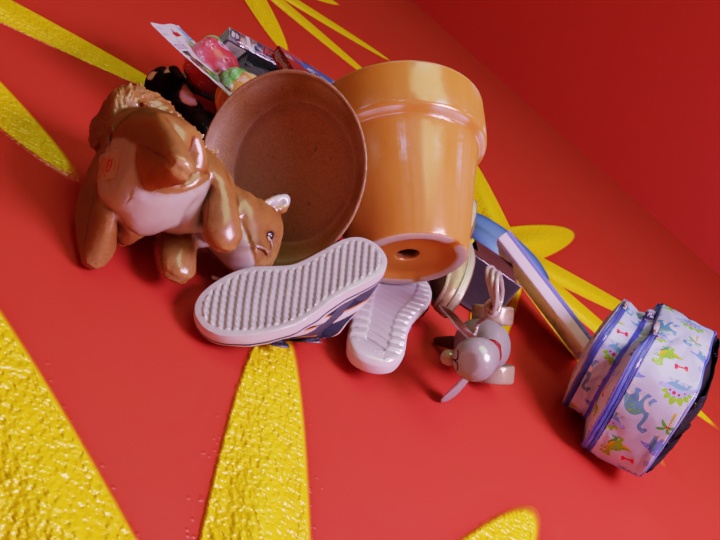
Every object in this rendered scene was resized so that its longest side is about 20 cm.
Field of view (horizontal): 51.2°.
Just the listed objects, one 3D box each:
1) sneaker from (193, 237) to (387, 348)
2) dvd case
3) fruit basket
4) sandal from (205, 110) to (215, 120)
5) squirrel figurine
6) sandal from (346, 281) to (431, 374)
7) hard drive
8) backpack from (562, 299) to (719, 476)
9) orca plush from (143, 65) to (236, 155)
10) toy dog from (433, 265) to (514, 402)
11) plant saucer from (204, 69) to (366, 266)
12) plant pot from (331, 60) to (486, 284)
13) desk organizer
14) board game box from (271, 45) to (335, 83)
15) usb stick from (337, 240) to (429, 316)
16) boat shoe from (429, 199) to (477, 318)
[{"bbox_3d":[-0.064,0.036,0.710,0.199,0.080,0.079,-19,59,-32],"label":"sneaker"},{"bbox_3d":[-0.132,-0.254,1.046,0.199,0.146,0.022,17,66,-35],"label":"dvd case"},{"bbox_3d":[-0.147,-0.224,0.886,0.200,0.094,0.185,47,9,-14],"label":"fruit basket"},{"bbox_3d":[-0.154,-0.146,0.944,0.075,0.045,0.200,18,16,-47],"label":"sandal"},{"bbox_3d":[-0.157,-0.078,0.707,0.186,0.142,0.200,20,32,-46],"label":"squirrel figurine"},{"bbox_3d":[0.022,0.055,0.818,0.082,0.050,0.203,23,29,7],"label":"sandal"},{"bbox_3d":[0.273,0.039,1.111,0.200,0.025,0.132,55,4,16],"label":"hard drive"},{"bbox_3d":[0.339,0.144,0.932,0.146,0.184,0.200,28,27,17],"label":"backpack"},{"bbox_3d":[-0.218,-0.165,0.889,0.200,0.071,0.105,56,-16,16],"label":"orca plush"},{"bbox_3d":[0.114,0.081,0.826,0.200,0.096,0.133,51,42,-63],"label":"toy dog"},{"bbox_3d":[-0.077,-0.103,0.777,0.200,0.200,0.035,46,19,18],"label":"plant saucer"},{"bbox_3d":[0.047,-0.093,0.827,0.199,0.200,0.184,17,57,-37],"label":"plant pot"},{"bbox_3d":[0.121,-0.021,1.050,0.199,0.072,0.077,33,23,-11],"label":"desk organizer"},{"bbox_3d":[-0.015,-0.201,0.928,0.199,0.019,0.103,22,28,-40],"label":"board game box"},{"bbox_3d":[0.000,0.000,0.898,0.199,0.033,0.056,26,35,-24],"label":"usb stick"},{"bbox_3d":[0.100,-0.027,0.934,0.066,0.074,0.201,24,42,-12],"label":"boat shoe"}]
